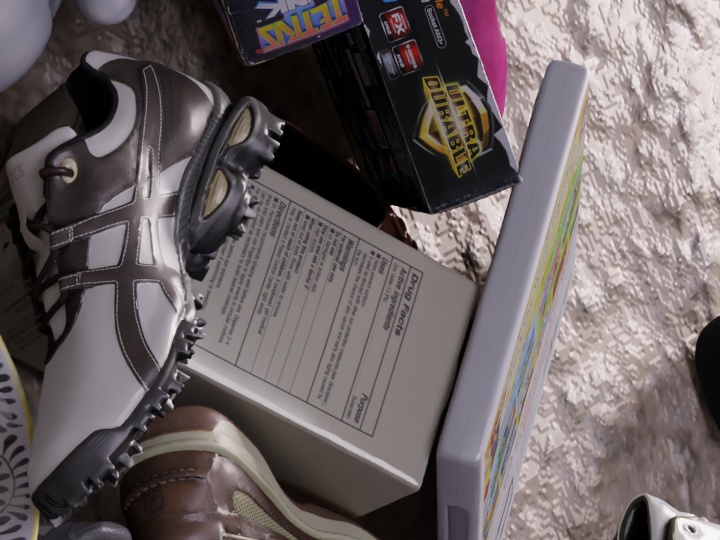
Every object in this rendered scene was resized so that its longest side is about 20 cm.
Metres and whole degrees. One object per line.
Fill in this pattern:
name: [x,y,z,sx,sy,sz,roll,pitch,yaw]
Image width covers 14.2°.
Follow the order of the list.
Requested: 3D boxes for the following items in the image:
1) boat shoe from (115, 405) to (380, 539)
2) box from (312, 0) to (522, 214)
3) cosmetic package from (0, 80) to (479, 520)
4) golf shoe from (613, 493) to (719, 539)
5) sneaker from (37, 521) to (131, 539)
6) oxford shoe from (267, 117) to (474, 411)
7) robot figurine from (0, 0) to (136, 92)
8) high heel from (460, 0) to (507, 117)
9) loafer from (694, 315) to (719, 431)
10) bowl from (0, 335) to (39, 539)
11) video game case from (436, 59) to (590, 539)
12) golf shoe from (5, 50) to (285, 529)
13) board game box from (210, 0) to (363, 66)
boat shoe: [-0.038,0.135,1.188,0.202,0.075,0.075,42,29,-46]
box: [0.003,-0.126,1.262,0.046,0.159,0.201,-21,96,-7]
cosmetic package: [-0.059,0.013,1.191,0.200,0.071,0.106,30,60,-20]
golf shoe: [0.169,0.143,1.375,0.200,0.078,0.098,-26,93,-45]
sneaker: [-0.117,0.188,1.093,0.075,0.115,0.201,15,70,-41]
oxford shoe: [0.000,0.000,1.287,0.200,0.071,0.072,39,53,-33]
robot figurine: [-0.163,-0.147,1.131,0.169,0.113,0.201,13,64,2]
high heel: [0.062,-0.156,1.337,0.096,0.067,0.201,-28,125,-11]
loafer: [0.241,0.109,1.497,0.072,0.073,0.201,-22,97,-49]
bowl: [-0.222,0.078,1.033,0.200,0.094,0.202,13,71,-42]
video game case: [0.068,0.036,1.298,0.182,0.023,0.201,87,18,-61]
golf shoe: [-0.102,0.003,1.086,0.094,0.078,0.201,29,51,-13]
board game box: [-0.069,-0.205,1.155,0.200,0.057,0.166,-118,-173,-48]
